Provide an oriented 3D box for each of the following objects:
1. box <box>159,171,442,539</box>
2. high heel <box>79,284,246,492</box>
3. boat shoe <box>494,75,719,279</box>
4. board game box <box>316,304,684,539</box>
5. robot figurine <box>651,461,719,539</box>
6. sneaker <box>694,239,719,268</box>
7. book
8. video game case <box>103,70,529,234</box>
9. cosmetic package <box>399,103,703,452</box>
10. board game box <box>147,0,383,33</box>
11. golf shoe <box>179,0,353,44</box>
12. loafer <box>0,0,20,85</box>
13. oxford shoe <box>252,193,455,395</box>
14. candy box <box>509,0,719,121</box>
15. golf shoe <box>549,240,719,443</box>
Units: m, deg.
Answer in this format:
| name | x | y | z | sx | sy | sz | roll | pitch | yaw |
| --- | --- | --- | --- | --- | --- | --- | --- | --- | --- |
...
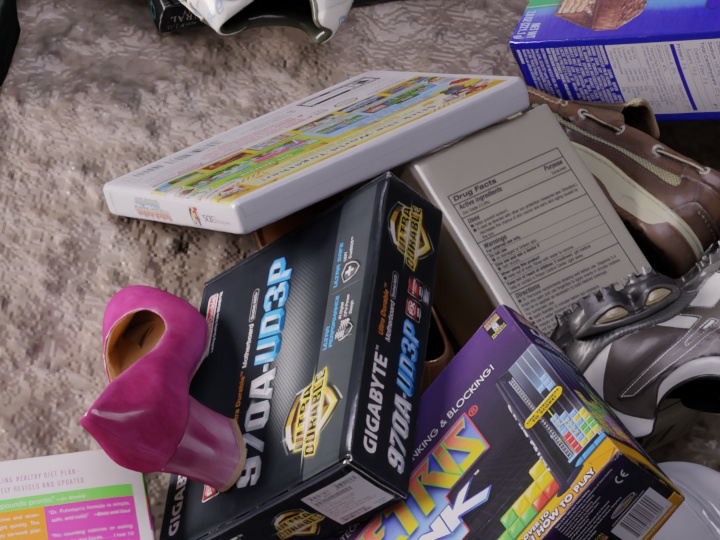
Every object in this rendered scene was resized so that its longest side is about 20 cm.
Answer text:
| name | x | y | z | sx | sy | sz | roll | pitch | yaw |
| --- | --- | --- | --- | --- | --- | --- | --- | --- | --- |
| box | -0.033 | 0.062 | 1.573 | 0.046 | 0.159 | 0.201 | 34 | 45 | -29 |
| high heel | -0.132 | 0.051 | 1.577 | 0.096 | 0.067 | 0.200 | 26 | 21 | -30 |
| boat shoe | 0.148 | -0.070 | 1.729 | 0.075 | 0.075 | 0.202 | -45 | 52 | -8 |
| board game box | 0.054 | 0.138 | 1.475 | 0.057 | 0.200 | 0.165 | 35 | 9 | -32 |
| robot figurine | 0.144 | 0.175 | 1.533 | 0.200 | 0.113 | 0.170 | -28 | 101 | -26 |
| sneaker | 0.281 | -0.059 | 1.735 | 0.075 | 0.116 | 0.200 | 33 | 55 | 18 |
| book | -0.165 | 0.192 | 1.506 | 0.133 | 0.048 | 0.201 | -9 | 55 | -3 |
| video game case | -0.028 | -0.072 | 1.690 | 0.199 | 0.023 | 0.182 | -24 | 16 | -25 |
| cosmetic package | 0.108 | 0.017 | 1.650 | 0.105 | 0.071 | 0.200 | -23 | 72 | -25 |
| board game box | -0.052 | -0.223 | 1.874 | 0.199 | 0.028 | 0.136 | -10 | 54 | -16 |
| golf shoe | -0.097 | -0.194 | 1.780 | 0.199 | 0.078 | 0.098 | 9 | 56 | 0 |
| loafer | -0.239 | -0.202 | 1.806 | 0.072 | 0.073 | 0.201 | 9 | 50 | 5 |
| oxford shoe | 0.000 | 0.000 | 1.680 | 0.071 | 0.071 | 0.200 | -25 | 57 | -22 |
| candy box | 0.215 | -0.174 | 1.789 | 0.199 | 0.077 | 0.169 | 0 | 45 | 31 |
| golf shoe | 0.206 | 0.031 | 1.593 | 0.199 | 0.078 | 0.095 | -23 | 78 | -14 |
